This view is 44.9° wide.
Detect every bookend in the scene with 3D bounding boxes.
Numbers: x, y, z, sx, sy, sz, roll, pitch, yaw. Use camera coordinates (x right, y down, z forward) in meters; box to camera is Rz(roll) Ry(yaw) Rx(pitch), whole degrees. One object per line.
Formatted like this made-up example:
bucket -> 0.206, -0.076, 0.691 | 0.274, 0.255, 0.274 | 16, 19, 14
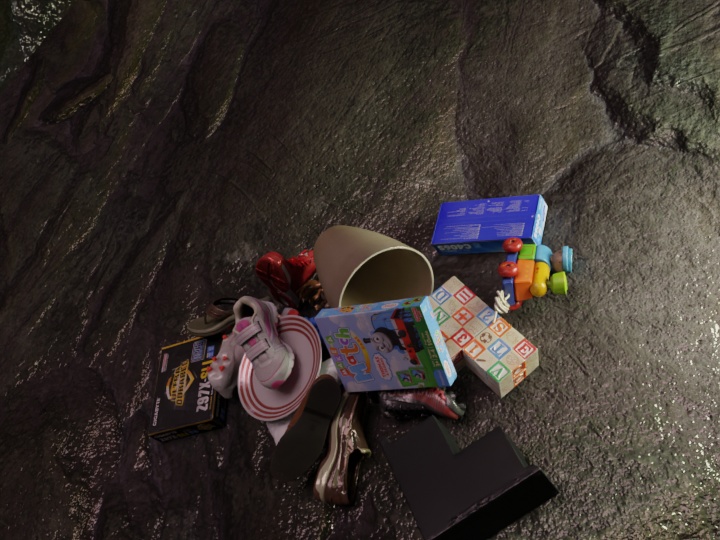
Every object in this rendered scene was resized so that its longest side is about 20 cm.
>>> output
bookend -> 0.160, 0.301, 1.341 | 0.199, 0.092, 0.200 | -35, 45, 6

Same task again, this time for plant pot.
plant pot -> 0.000, 0.000, 1.555 | 0.187, 0.187, 0.200 | -44, 40, -1

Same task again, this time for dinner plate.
dinner plate -> -0.144, 0.178, 1.584 | 0.200, 0.024, 0.200 | -17, 59, 31

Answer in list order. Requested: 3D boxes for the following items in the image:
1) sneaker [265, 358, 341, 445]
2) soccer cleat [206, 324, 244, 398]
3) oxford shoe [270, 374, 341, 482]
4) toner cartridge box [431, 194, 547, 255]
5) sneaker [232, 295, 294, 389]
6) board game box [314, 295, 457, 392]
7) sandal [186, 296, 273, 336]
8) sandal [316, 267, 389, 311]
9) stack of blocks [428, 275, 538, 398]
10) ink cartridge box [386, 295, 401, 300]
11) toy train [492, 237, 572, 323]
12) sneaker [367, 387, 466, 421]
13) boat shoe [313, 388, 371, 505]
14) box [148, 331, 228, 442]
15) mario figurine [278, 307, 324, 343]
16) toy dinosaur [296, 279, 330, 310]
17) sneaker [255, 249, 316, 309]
sneaker -> -0.080, 0.250, 1.560 | 0.200, 0.074, 0.116 | -40, 47, 15
soccer cleat -> -0.244, 0.165, 1.732 | 0.069, 0.078, 0.200 | -2, 38, 25
oxford shoe -> -0.090, 0.268, 1.487 | 0.200, 0.071, 0.071 | -61, 8, 4
toner cartridge box -> 0.235, -0.082, 1.597 | 0.200, 0.043, 0.095 | -2, 59, 33
sneaker -> -0.186, 0.126, 1.568 | 0.081, 0.088, 0.200 | -40, 48, 16
board game box -> 0.040, 0.123, 1.414 | 0.200, 0.151, 0.037 | -8, 25, 33
sandal -> -0.262, 0.078, 1.732 | 0.201, 0.057, 0.080 | -21, 17, 27
sandal -> -0.001, 0.026, 1.687 | 0.200, 0.045, 0.075 | -34, 39, 30
stack of blocks -> 0.181, 0.116, 1.438 | 0.115, 0.059, 0.200 | -39, 57, -13
ink cartridge box -> 0.102, 0.091, 1.567 | 0.099, 0.039, 0.200 | -37, 45, 6
toy train -> 0.286, 0.026, 1.431 | 0.116, 0.085, 0.200 | -1, 36, 18
sneaker -> 0.087, 0.218, 1.464 | 0.200, 0.071, 0.098 | 21, 72, 44
boat shoe -> -0.013, 0.298, 1.477 | 0.075, 0.075, 0.203 | 8, 75, 28
box -> -0.340, 0.233, 1.757 | 0.160, 0.049, 0.200 | -16, 52, 22
mario figurine -> -0.120, 0.128, 1.681 | 0.200, 0.123, 0.106 | -4, 98, 23
toy dinosaur -> -0.066, 0.021, 1.697 | 0.106, 0.060, 0.200 | -25, 40, 16
sneaker -> -0.137, -0.013, 1.697 | 0.078, 0.200, 0.116 | 26, 70, 14
